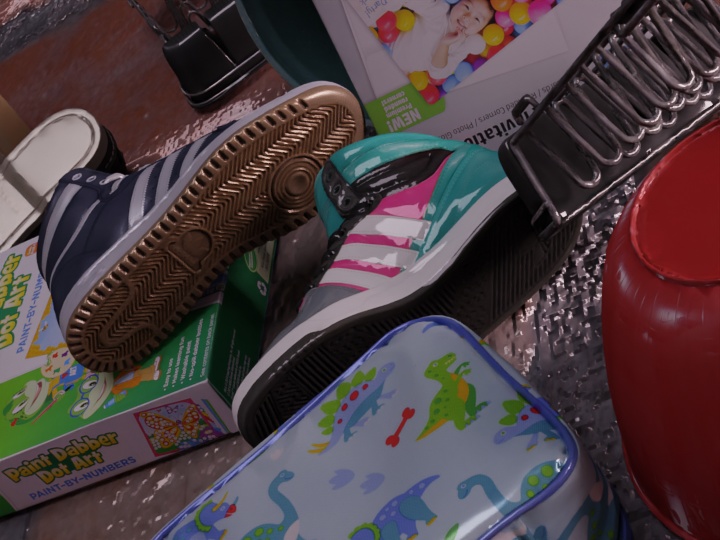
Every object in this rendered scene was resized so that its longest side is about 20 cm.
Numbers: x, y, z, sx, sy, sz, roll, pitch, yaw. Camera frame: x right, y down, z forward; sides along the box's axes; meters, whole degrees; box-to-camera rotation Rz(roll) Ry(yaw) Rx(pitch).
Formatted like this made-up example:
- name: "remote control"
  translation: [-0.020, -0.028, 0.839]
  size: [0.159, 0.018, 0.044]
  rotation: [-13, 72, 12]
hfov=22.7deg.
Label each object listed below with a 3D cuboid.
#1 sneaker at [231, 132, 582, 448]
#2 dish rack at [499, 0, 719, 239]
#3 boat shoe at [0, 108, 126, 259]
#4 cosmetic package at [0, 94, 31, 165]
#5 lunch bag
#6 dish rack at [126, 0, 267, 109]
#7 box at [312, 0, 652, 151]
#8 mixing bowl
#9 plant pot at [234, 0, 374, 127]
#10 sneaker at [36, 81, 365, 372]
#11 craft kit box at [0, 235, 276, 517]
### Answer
- name: "sneaker"
  translation: [0.000, 0.000, 0.891]
  size: [0.200, 0.084, 0.121]
  rotation: [-37, 38, -13]
- name: "dish rack"
  translation: [0.146, -0.105, 0.776]
  size: [0.153, 0.055, 0.200]
  rotation: [-37, -7, -27]
- name: "boat shoe"
  translation: [-0.234, -0.020, 1.169]
  size: [0.200, 0.063, 0.073]
  rotation: [-41, 61, 1]
- name: "cosmetic package"
  translation: [-0.326, -0.124, 1.238]
  size: [0.105, 0.200, 0.071]
  rotation: [-26, 34, 15]
- name: "lunch bag"
  translation: [0.004, 0.120, 0.749]
  size: [0.200, 0.083, 0.161]
  rotation: [-41, 35, -4]
- name: "dish rack"
  translation: [-0.091, -0.206, 1.255]
  size: [0.153, 0.055, 0.200]
  rotation: [-37, 32, -1]
- name: "box"
  translation: [0.055, -0.153, 0.928]
  size: [0.156, 0.200, 0.041]
  rotation: [-23, 8, 20]
- name: "mixing bowl"
  translation: [0.171, 0.004, 0.711]
  size: [0.200, 0.108, 0.200]
  rotation: [-25, 35, 19]
- name: "plant pot"
  translation: [0.038, -0.191, 1.016]
  size: [0.200, 0.201, 0.134]
  rotation: [-23, 9, 20]
- name: "sneaker"
  translation: [-0.094, -0.043, 0.971]
  size: [0.200, 0.070, 0.109]
  rotation: [-42, 35, -1]
- name: "craft kit box"
  translation: [-0.144, 0.036, 1.024]
  size: [0.197, 0.049, 0.200]
  rotation: [-24, 35, 24]
